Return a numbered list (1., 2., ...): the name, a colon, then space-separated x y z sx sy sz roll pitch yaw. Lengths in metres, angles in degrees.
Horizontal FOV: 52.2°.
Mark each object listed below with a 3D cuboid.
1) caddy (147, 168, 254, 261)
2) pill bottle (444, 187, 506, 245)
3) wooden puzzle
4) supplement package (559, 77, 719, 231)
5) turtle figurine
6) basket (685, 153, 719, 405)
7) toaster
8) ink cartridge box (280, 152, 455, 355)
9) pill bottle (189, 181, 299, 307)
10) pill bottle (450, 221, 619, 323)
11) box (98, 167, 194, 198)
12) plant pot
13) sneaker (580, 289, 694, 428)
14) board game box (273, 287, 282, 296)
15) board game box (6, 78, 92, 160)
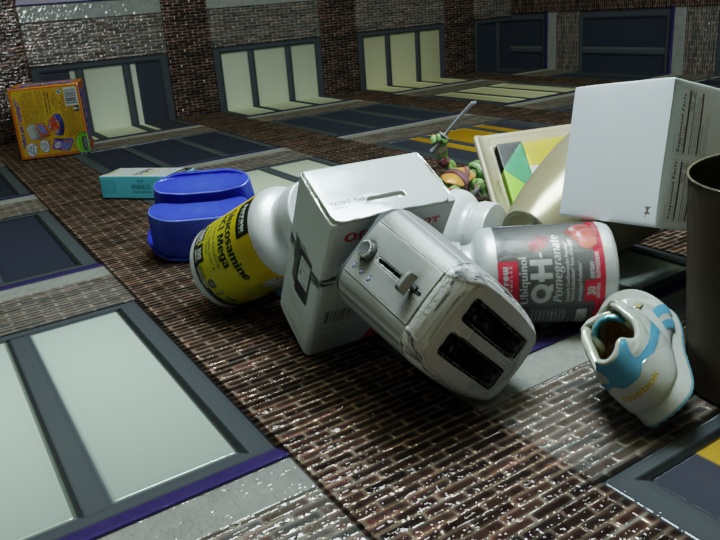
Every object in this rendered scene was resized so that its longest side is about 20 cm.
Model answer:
1. caddy: -0.251 -0.082 1.189 0.195 0.106 0.143 -5 44 -1
2. pill bottle: 0.101 -0.061 1.034 0.197 0.115 0.111 10 24 36
3. wooden puzzle: 0.288 -0.143 1.153 0.195 0.189 0.037 -7 -21 -14
4. supplement package: 0.362 -0.125 0.849 0.196 0.155 0.151 3 7 -27
5. turtle figurine: 0.157 -0.173 1.243 0.193 0.145 0.200 -35 -1 -29
6. basket: 0.357 0.010 0.653 0.134 0.205 0.179 14 28 40
7. toaster: 0.078 0.040 0.697 0.114 0.199 0.129 -50 42 2
8. ink cartridge box: 0.001 -0.017 0.792 0.142 0.202 0.084 -14 51 -26
9. pill bottle: -0.116 -0.034 0.902 0.198 0.114 0.112 -24 2 42
10. pill bottle: 0.183 0.005 0.838 0.195 0.113 0.111 -3 20 4
11. box: -0.463 -0.191 1.605 0.195 0.050 0.082 3 21 19
12. plant pot: 0.291 -0.084 0.994 0.198 0.191 0.186 -32 31 -27
13. sneaker: 0.252 0.059 0.691 0.080 0.077 0.200 41 21 -5
14. board game box: -0.101 -0.022 1.085 0.149 0.037 0.199 -17 23 -31
15. board game box: -0.931 -0.463 2.223 0.195 0.205 0.200 -9 20 -15
